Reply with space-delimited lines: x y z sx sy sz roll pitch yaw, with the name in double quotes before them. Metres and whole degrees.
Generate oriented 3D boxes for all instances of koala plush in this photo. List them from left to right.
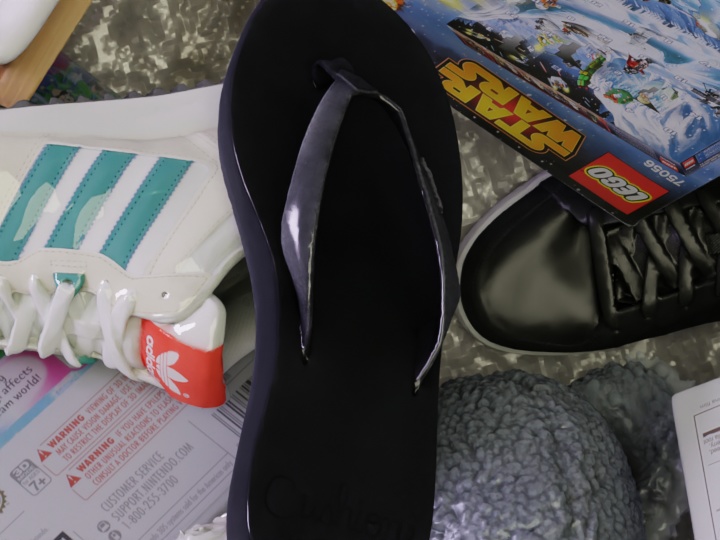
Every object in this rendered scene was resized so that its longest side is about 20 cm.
"koala plush" 0.059 0.123 0.740 0.177 0.184 0.200 0 71 -18

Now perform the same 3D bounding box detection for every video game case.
"video game case" -0.113 0.032 0.709 0.182 0.024 0.200 37 64 20

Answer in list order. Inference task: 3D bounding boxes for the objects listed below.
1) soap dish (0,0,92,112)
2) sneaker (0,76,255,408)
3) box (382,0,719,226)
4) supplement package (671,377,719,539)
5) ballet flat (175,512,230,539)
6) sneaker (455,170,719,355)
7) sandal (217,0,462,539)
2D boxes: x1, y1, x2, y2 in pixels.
"soap dish" -0.136 -0.162 0.722 0.157 0.081 0.200 31 71 -7
"sneaker" -0.081 0.000 0.673 0.199 0.070 0.093 -11 52 -12
"box" 0.049 -0.100 0.677 0.200 0.137 0.040 33 60 -15
"supplement package" 0.203 0.129 0.658 0.150 0.200 0.152 -23 136 22
"ballet flat" -0.052 0.153 0.679 0.072 0.072 0.200 20 119 -7
"sneaker" 0.134 -0.018 0.765 0.200 0.112 0.073 -15 92 -7
"sandal" 0.001 0.000 0.635 0.076 0.043 0.200 7 65 -22
